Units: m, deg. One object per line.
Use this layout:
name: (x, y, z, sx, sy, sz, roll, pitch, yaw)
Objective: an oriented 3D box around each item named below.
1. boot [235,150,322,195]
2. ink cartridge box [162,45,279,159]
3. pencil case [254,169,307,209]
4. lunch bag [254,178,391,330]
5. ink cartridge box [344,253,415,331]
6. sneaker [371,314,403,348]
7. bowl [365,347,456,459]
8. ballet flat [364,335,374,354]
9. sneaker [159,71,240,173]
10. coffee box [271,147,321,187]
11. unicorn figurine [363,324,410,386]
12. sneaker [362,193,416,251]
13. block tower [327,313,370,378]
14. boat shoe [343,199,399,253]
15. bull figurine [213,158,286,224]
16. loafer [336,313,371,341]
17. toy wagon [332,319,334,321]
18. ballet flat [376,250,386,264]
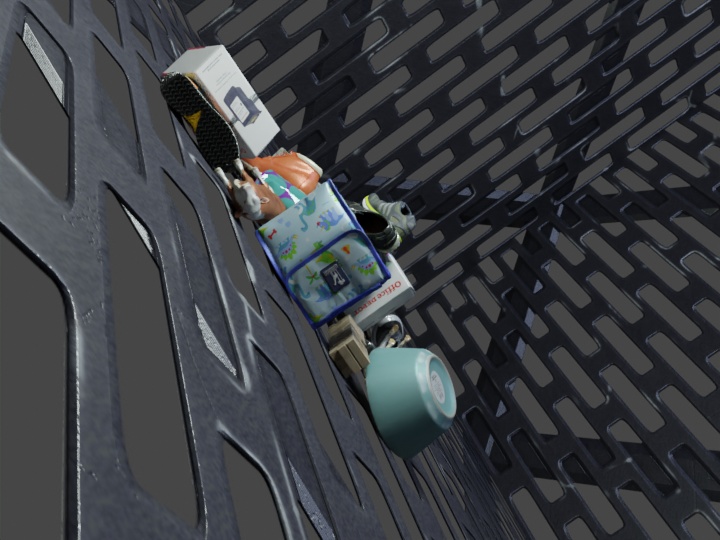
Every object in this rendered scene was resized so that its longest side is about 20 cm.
boot: (-0.175, -0.208, 1.626, 0.197, 0.108, 0.075, 27, -23, 12)
ink cartridge box: (-0.267, -0.321, 1.513, 0.143, 0.085, 0.201, 16, -32, 50)
pencil case: (-0.125, -0.103, 1.519, 0.199, 0.092, 0.086, 38, -38, 9)
lunch bag: (-0.063, -0.024, 1.371, 0.202, 0.168, 0.127, 58, 4, 14)
ink cartridge box: (0.000, 0.000, 1.603, 0.202, 0.143, 0.084, 57, 3, 16)
sneaker: (0.077, 0.197, 1.776, 0.203, 0.074, 0.115, 88, -18, -46)
bowl: (0.101, 0.221, 1.398, 0.201, 0.103, 0.204, 49, 30, -41)
ballet flat: (0.005, 0.156, 1.615, 0.067, 0.056, 0.200, 57, 3, -7)
sneaker: (-0.278, -0.270, 1.422, 0.202, 0.069, 0.090, 54, 7, -10)
coffee box: (-0.142, -0.157, 1.688, 0.200, 0.114, 0.080, 46, -3, 36)
unicorn figurine: (0.048, 0.184, 1.592, 0.074, 0.138, 0.199, 43, 19, 16)
sneaker: (0.063, -0.112, 1.638, 0.074, 0.080, 0.201, 55, 3, -34)
block tower: (-0.024, 0.134, 1.437, 0.058, 0.053, 0.200, 56, 3, -9)
boat shoe: (-0.013, -0.103, 1.541, 0.198, 0.073, 0.068, 27, -10, 28)
bull figurine: (-0.192, -0.131, 1.390, 0.123, 0.065, 0.200, 58, 6, 16)
loafer: (-0.020, 0.098, 1.745, 0.201, 0.071, 0.063, 56, 8, -42)
toy wagon: (-0.098, 0.017, 1.602, 0.201, 0.039, 0.156, 55, 4, -26)
ballet flat: (-0.021, 0.014, 1.483, 0.068, 0.197, 0.069, -5, -73, 62)
